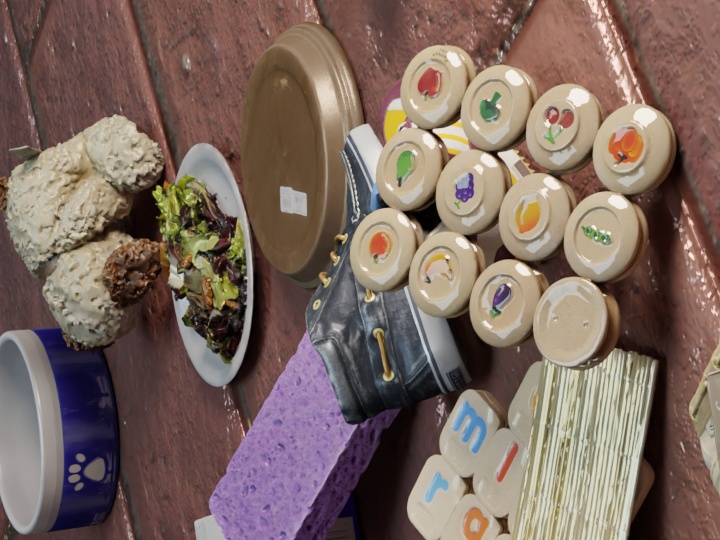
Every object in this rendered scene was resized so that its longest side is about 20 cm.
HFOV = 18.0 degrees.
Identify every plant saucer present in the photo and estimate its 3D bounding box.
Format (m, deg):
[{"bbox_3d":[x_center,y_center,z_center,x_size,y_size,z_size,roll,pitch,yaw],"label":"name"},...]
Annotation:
[{"bbox_3d":[-0.046,-0.083,1.685,0.200,0.029,0.202,176,90,-65],"label":"plant saucer"}]

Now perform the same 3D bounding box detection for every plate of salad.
[{"bbox_3d":[-0.133,-0.004,1.871,0.200,0.048,0.202,177,90,-66],"label":"plate of salad"}]

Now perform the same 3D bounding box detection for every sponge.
[{"bbox_3d":[-0.035,0.119,1.599,0.201,0.030,0.112,-60,36,16],"label":"sponge"}]

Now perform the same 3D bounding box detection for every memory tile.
[{"bbox_3d":[0.081,-0.038,1.285,0.199,0.017,0.154,22,95,41],"label":"memory tile"}]

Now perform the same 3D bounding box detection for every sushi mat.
[{"bbox_3d":[0.120,0.138,1.293,0.095,0.012,0.202,14,97,51],"label":"sushi mat"}]

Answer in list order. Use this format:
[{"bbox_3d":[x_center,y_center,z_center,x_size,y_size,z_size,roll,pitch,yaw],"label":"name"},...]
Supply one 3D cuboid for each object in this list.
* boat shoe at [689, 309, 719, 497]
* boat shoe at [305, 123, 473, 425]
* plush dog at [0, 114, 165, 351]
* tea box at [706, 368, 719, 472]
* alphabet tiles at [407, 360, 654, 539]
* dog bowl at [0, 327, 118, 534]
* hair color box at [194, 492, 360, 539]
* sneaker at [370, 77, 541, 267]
[{"bbox_3d":[0.200,0.029,1.082,0.069,0.073,0.201,59,146,35],"label":"boat shoe"},{"bbox_3d":[0.000,0.000,1.489,0.071,0.090,0.201,59,-169,-61],"label":"boat shoe"},{"bbox_3d":[-0.249,-0.017,2.019,0.173,0.160,0.200,64,150,15],"label":"plush dog"},{"bbox_3d":[0.252,0.119,0.904,0.197,0.133,0.202,157,108,-64],"label":"tea box"},{"bbox_3d":[0.098,0.163,1.341,0.200,0.015,0.197,48,121,45],"label":"alphabet tiles"},{"bbox_3d":[-0.306,0.157,2.253,0.200,0.078,0.202,175,90,-67],"label":"dog bowl"},{"bbox_3d":[-0.062,0.230,1.728,0.200,0.064,0.110,150,114,-66],"label":"hair color box"},{"bbox_3d":[0.040,-0.065,1.413,0.200,0.089,0.075,-130,42,-53],"label":"sneaker"}]
